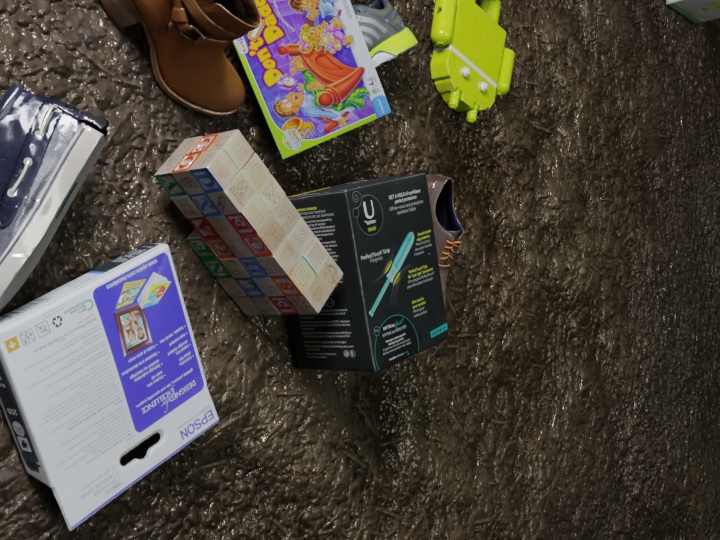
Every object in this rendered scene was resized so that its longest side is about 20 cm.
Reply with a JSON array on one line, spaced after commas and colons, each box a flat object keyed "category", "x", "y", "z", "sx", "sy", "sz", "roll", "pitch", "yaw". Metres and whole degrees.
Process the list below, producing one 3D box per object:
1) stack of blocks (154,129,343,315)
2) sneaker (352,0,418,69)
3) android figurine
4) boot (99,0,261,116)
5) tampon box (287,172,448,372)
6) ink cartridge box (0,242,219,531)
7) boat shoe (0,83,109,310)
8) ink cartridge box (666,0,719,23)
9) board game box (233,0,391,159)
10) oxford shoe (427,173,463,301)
[{"category": "stack of blocks", "x": -0.121, "y": -0.043, "z": 1.006, "sx": 0.200, "sy": 0.115, "sz": 0.059, "roll": 55, "pitch": 51, "yaw": -31}, {"category": "sneaker", "x": -0.012, "y": -0.272, "z": 1.183, "sx": 0.200, "sy": 0.074, "sz": 0.081, "roll": -39, "pitch": 103, "yaw": -45}, {"category": "android figurine", "x": 0.156, "y": -0.309, "z": 1.388, "sx": 0.182, "sy": 0.041, "sz": 0.202, "roll": 29, "pitch": 66, "yaw": -45}, {"category": "boot", "x": -0.144, "y": -0.232, "z": 0.955, "sx": 0.200, "sy": 0.154, "sz": 0.077, "roll": 51, "pitch": 53, "yaw": -34}, {"category": "tampon box", "x": 0.000, "y": 0.000, "z": 1.133, "sx": 0.149, "sy": 0.126, "sz": 0.202, "roll": -17, "pitch": 101, "yaw": -48}, {"category": "ink cartridge box", "x": -0.237, "y": 0.103, "z": 0.920, "sx": 0.198, "sy": 0.043, "sz": 0.201, "roll": -33, "pitch": 117, "yaw": -44}, {"category": "boat shoe", "x": -0.304, "y": -0.063, "z": 0.845, "sx": 0.092, "sy": 0.075, "sz": 0.201, "roll": 30, "pitch": 78, "yaw": -9}, {"category": "ink cartridge box", "x": 0.720, "y": -0.546, "z": 1.916, "sx": 0.145, "sy": 0.199, "sz": 0.048, "roll": 8, "pitch": 81, "yaw": -48}, {"category": "board game box", "x": -0.064, "y": -0.242, "z": 1.071, "sx": 0.134, "sy": 0.045, "sz": 0.201, "roll": -24, "pitch": 112, "yaw": -1}, {"category": "oxford shoe", "x": 0.095, "y": -0.026, "z": 1.282, "sx": 0.071, "sy": 0.073, "sz": 0.202, "roll": -11, "pitch": 97, "yaw": -49}]
